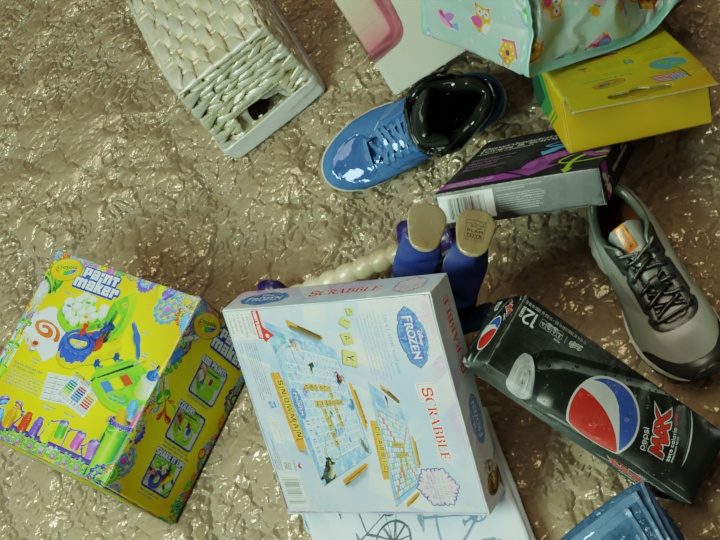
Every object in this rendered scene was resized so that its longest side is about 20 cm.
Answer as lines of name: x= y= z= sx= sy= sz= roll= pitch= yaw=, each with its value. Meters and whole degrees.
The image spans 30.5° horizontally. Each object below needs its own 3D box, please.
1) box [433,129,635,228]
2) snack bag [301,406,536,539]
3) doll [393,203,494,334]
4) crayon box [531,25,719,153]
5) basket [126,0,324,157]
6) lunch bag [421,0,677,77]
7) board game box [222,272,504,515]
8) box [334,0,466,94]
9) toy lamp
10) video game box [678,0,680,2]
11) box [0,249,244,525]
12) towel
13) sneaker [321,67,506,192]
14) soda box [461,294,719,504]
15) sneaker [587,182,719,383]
box: x=0.157 y=-0.088 z=1.153 sx=0.141 sy=0.200 sz=0.037 roll=-9 pitch=104 yaw=21
snack bag: x=0.048 y=0.232 z=1.126 sx=0.199 sy=0.021 sz=0.190 roll=-30 pitch=53 yaw=14
doll: x=0.068 y=0.022 z=1.122 sx=0.135 sy=0.201 sz=0.049 roll=7 pitch=58 yaw=-2
crayon box: x=0.225 y=-0.157 z=1.148 sx=0.125 sy=0.051 sz=0.200 roll=-11 pitch=23 yaw=3
basket: x=-0.150 y=-0.248 z=1.430 sx=0.135 sy=0.123 sz=0.201 roll=-36 pitch=54 yaw=7
lunch bag: x=0.175 y=-0.268 z=1.194 sx=0.198 sy=0.123 sz=0.170 roll=-23 pitch=34 yaw=-24
board game box: x=0.002 y=0.108 z=1.096 sx=0.197 sy=0.202 sz=0.041 roll=-5 pitch=22 yaw=29
box: x=0.022 y=-0.297 z=1.299 sx=0.108 sy=0.201 sz=0.128 roll=-30 pitch=24 yaw=9
toy lamp: x=0.000 y=0.000 z=1.259 sx=0.198 sy=0.058 sz=0.059 roll=-22 pitch=55 yaw=19
video game box: x=0.255 y=-0.332 z=1.311 sx=0.181 sy=0.047 sz=0.201 roll=-34 pitch=53 yaw=11
box: x=-0.239 y=0.110 z=1.282 sx=0.198 sy=0.122 sz=0.194 roll=16 pitch=73 yaw=34
towel: x=0.218 y=0.271 z=0.985 sx=0.112 sy=0.048 sz=0.201 roll=-42 pitch=51 yaw=22
sneaker: x=0.043 y=-0.134 z=1.265 sx=0.198 sy=0.111 sz=0.078 roll=-21 pitch=90 yaw=12
soda box: x=0.180 y=0.100 z=1.025 sx=0.199 sy=0.071 sz=0.064 roll=34 pitch=79 yaw=-8
sneaker: x=0.241 y=0.008 z=1.111 sx=0.073 sy=0.079 sz=0.201 roll=-30 pitch=55 yaw=8
